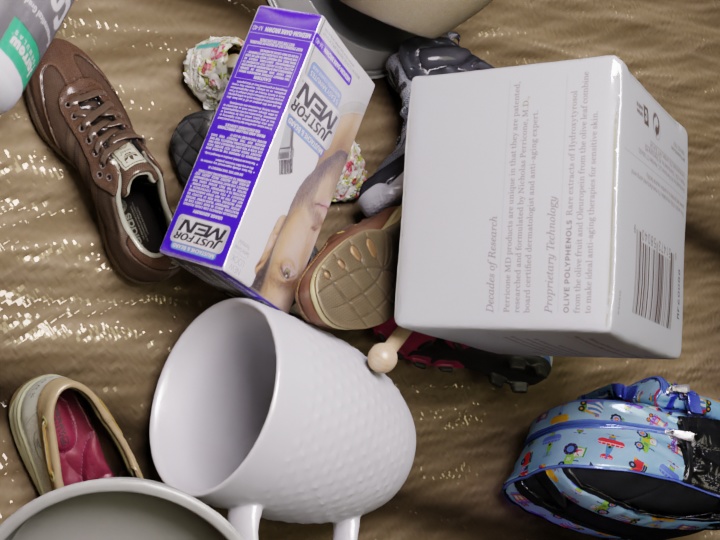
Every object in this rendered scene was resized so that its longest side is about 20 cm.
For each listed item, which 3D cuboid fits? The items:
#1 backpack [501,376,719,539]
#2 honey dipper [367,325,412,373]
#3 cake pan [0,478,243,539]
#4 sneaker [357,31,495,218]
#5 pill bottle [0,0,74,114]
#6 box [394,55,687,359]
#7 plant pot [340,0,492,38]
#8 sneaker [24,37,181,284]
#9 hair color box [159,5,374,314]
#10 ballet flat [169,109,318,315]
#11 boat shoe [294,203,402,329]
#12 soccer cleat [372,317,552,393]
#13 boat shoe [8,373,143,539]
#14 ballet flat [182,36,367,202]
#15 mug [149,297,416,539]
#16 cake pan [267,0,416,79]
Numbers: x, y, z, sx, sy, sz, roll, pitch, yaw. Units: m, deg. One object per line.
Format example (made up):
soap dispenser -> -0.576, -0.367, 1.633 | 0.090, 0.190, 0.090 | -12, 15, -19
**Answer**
backpack -> 0.236, 0.174, 1.046 | 0.199, 0.182, 0.136 | 17, 63, -20
honey dipper -> 0.051, 0.031, 0.918 | 0.038, 0.038, 0.200 | 61, 29, -10
cake pan -> -0.159, 0.226, 0.758 | 0.198, 0.037, 0.202 | -1, 105, -3
sneaker -> 0.048, -0.135, 1.014 | 0.200, 0.076, 0.114 | -40, 82, -24
pill bottle -> -0.268, -0.179, 0.782 | 0.113, 0.113, 0.201 | 33, 64, -26
box -> 0.148, -0.038, 0.890 | 0.199, 0.170, 0.202 | 18, 74, -59
plant pot -> 0.047, -0.275, 0.954 | 0.199, 0.200, 0.135 | 10, 111, -34
sneaker -> -0.181, -0.088, 0.850 | 0.070, 0.075, 0.201 | -32, 101, -35
hair color box -> -0.065, -0.080, 0.850 | 0.109, 0.064, 0.201 | 40, 69, -61
ballet flat -> -0.084, -0.041, 0.922 | 0.067, 0.057, 0.200 | -47, 109, -31
boat shoe -> 0.000, -0.001, 0.904 | 0.200, 0.067, 0.073 | -37, 111, -57
soccer cleat -> 0.090, 0.048, 1.035 | 0.199, 0.070, 0.087 | 22, 47, -29
boat shoe -> -0.184, 0.167, 0.805 | 0.074, 0.066, 0.201 | -33, 101, -35
ballet flat -> -0.061, -0.124, 0.951 | 0.199, 0.064, 0.076 | 34, 63, -27
mug -> -0.048, 0.141, 0.853 | 0.175, 0.147, 0.202 | 26, 55, -40
cake pan -> -0.002, -0.278, 1.039 | 0.199, 0.037, 0.202 | 7, 78, -34
